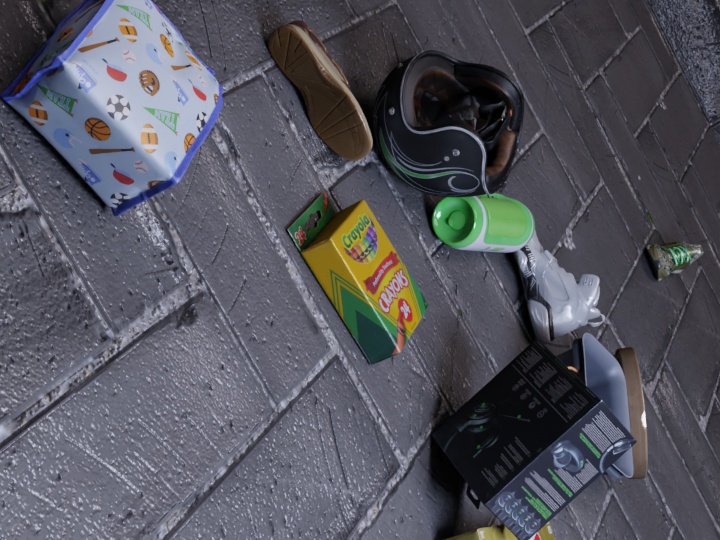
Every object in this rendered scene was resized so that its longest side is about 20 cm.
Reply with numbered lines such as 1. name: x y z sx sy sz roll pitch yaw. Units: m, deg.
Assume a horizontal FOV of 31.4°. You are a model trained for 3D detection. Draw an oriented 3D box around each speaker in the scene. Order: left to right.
1. speaker: 0.185 -0.071 1.901 0.200 0.088 0.088 2 67 -58

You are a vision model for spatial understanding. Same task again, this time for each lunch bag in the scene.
1. lunch bag: -0.232 -0.184 1.274 0.170 0.124 0.200 49 41 -26

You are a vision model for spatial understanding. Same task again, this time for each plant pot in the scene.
1. plant pot: 0.381 0.221 1.960 0.201 0.093 0.201 -5 90 -84

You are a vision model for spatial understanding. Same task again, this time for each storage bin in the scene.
1. storage bin: 0.290 0.206 1.817 0.146 0.134 0.200 41 37 -36

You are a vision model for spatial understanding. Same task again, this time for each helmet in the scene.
1. helmet: 0.113 -0.201 1.774 0.200 0.191 0.200 -51 151 -44

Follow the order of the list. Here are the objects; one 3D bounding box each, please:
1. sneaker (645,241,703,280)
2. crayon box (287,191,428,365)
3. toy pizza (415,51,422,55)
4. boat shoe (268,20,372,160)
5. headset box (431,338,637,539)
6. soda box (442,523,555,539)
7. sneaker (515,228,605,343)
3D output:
1. sneaker: 0.646 -0.033 2.613 0.200 0.089 0.077 -16 83 -60
2. crayon box: 0.000 0.000 1.584 0.200 0.051 0.127 57 31 -13
3. toy pizza: 0.132 -0.247 1.959 0.200 0.032 0.200 55 10 -15
4. boat shoe: -0.042 -0.239 1.677 0.200 0.072 0.072 54 32 -8
5. headset box: 0.204 0.211 1.573 0.093 0.200 0.174 47 0 -30
6. soda box: 0.175 0.354 1.594 0.200 0.064 0.068 8 62 -56
7. sneaker: 0.309 0.009 1.998 0.075 0.115 0.200 61 17 -72
